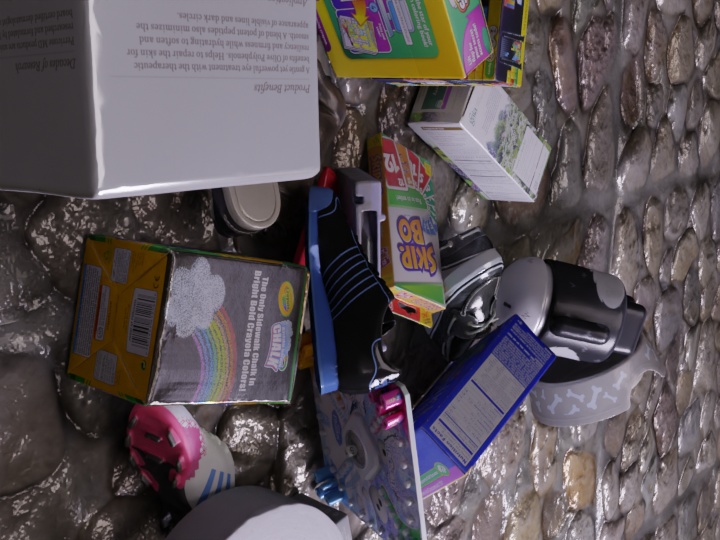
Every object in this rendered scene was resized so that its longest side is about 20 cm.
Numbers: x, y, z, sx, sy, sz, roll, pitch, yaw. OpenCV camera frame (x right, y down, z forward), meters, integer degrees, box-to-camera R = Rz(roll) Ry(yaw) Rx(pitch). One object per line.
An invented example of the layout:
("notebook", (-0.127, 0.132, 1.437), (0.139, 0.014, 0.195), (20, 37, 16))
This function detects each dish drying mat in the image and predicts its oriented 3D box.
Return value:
("dish drying mat", (-0.058, 0.000, 0.897), (0.077, 0.018, 0.202), (69, 38, -80))

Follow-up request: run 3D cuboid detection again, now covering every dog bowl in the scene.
("dog bowl", (0.326, 0.143, 1.262), (0.200, 0.199, 0.059), (-35, 106, -39))

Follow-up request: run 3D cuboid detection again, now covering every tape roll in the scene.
("tape roll", (-0.098, 0.299, 0.786), (0.199, 0.066, 0.203), (-7, 100, -46))

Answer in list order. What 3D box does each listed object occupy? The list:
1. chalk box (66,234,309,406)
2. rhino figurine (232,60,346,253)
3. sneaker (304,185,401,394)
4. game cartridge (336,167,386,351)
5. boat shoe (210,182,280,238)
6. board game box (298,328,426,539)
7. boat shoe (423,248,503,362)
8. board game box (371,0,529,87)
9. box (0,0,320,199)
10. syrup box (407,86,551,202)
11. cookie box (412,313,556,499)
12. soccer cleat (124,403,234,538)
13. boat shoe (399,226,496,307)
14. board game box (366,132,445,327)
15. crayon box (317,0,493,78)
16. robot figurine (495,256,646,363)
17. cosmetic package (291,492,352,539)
("chalk box", (-0.131, 0.045, 0.774), (0.199, 0.123, 0.126), (9, 90, -50))
("rhino figurine", (-0.074, -0.107, 0.855), (0.087, 0.059, 0.202), (35, 73, -43))
("sneaker", (-0.010, 0.015, 0.816), (0.077, 0.070, 0.202), (-3, 70, -8))
("game cartridge", (0.000, 0.000, 0.916), (0.038, 0.130, 0.202), (-2, 103, -5))
("boat shoe", (-0.121, -0.126, 0.788), (0.072, 0.062, 0.202), (-2, 76, -39))
("board game box", (-0.005, 0.179, 0.891), (0.026, 0.200, 0.202), (-16, 110, -26))
("boat shoe", (0.129, 0.044, 1.023), (0.072, 0.071, 0.200), (-24, 160, -19))
("board game box", (0.095, -0.296, 0.925), (0.056, 0.164, 0.202), (-3, 100, -50))
("box", (-0.163, -0.148, 0.640), (0.198, 0.199, 0.173), (-13, 105, -47))
("syrup box", (0.148, -0.163, 1.076), (0.200, 0.081, 0.079), (34, 71, -46))
("cookie box", (0.115, 0.166, 1.040), (0.075, 0.171, 0.200), (44, 57, 3))
("soccer cleat", (-0.156, 0.170, 0.806), (0.087, 0.069, 0.201), (-54, 149, -44))
("boat shoe", (0.079, -0.008, 1.045), (0.199, 0.072, 0.068), (-19, 78, -30))
("board game box", (0.050, -0.044, 0.970), (0.095, 0.030, 0.202), (23, 58, -47))
("crayon box", (0.019, -0.284, 0.837), (0.058, 0.171, 0.201), (-45, 128, -32))
("robot figurine", (0.274, 0.055, 1.187), (0.198, 0.150, 0.126), (13, 65, -8))
("cosmetic package", (-0.097, 0.328, 0.898), (0.199, 0.090, 0.108), (-24, 114, -40))
